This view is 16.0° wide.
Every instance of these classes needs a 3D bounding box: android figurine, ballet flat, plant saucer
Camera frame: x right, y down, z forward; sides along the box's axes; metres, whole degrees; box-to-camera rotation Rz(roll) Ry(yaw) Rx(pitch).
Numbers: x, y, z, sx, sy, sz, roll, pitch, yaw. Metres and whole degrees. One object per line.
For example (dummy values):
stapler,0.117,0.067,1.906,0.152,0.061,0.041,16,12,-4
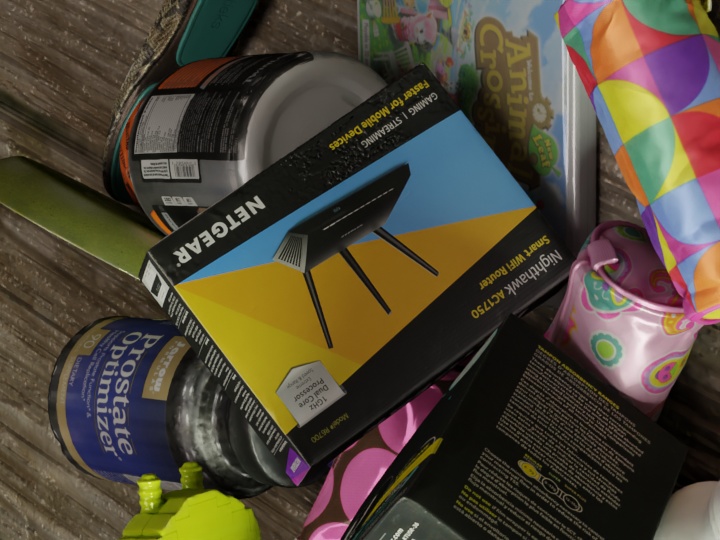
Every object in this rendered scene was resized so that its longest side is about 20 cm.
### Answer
android figurine,-0.103,0.220,1.573,0.041,0.182,0.202,-5,95,31
ballet flat,-0.119,-0.139,1.678,0.201,0.067,0.076,-62,33,28
plant saucer,-0.159,-0.026,1.659,0.199,0.200,0.031,30,92,39

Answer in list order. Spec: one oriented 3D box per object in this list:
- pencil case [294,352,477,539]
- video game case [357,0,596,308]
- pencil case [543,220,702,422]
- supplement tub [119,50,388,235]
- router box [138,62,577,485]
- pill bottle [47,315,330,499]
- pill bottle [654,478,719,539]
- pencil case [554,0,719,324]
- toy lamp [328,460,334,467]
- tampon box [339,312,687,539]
pencil case,0.017,0.133,1.529,0.093,0.091,0.201,28,102,16
video game case,0.066,-0.087,1.510,0.181,0.022,0.202,11,106,45
pencil case,0.125,0.072,1.433,0.087,0.087,0.201,46,128,30
supplement tub,-0.064,-0.070,1.559,0.200,0.122,0.124,5,102,61
router box,0.000,0.000,1.421,0.150,0.199,0.051,52,159,7
pill bottle,-0.104,0.089,1.666,0.199,0.111,0.113,2,100,47
pill bottle,0.182,0.184,1.376,0.112,0.111,0.200,56,133,23
pencil case,0.174,-0.074,1.350,0.088,0.088,0.201,-29,79,46
toy lamp,-0.035,0.061,1.550,0.058,0.058,0.200,6,144,46
tampon box,0.062,0.149,1.331,0.126,0.200,0.150,37,121,-1
